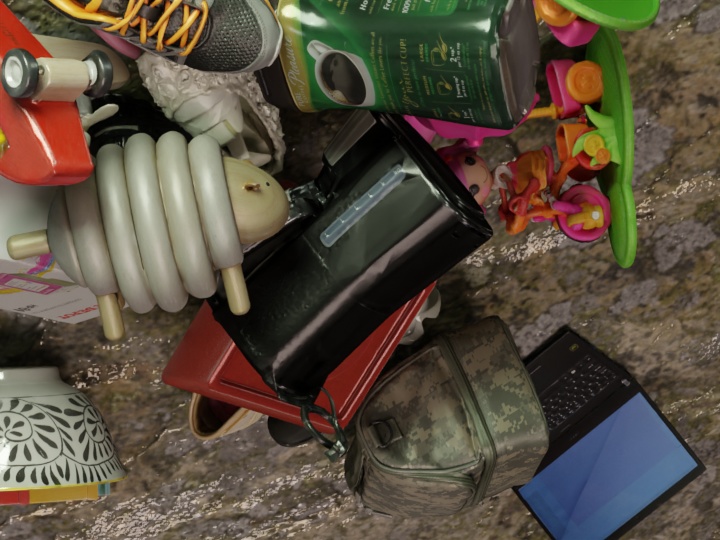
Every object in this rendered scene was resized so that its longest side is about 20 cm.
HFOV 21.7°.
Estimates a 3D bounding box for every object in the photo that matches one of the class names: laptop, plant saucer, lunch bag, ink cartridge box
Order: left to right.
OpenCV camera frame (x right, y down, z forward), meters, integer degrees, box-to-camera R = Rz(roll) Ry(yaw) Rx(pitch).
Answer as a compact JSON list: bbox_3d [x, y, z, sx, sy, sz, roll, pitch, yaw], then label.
[{"bbox_3d":[-0.257,-0.026,1.394,0.199,0.086,0.144,12,163,-36],"label":"ink cartridge box"},{"bbox_3d":[-0.038,0.044,1.566,0.199,0.037,0.201,21,107,-40],"label":"plant saucer"},{"bbox_3d":[0.069,0.149,1.708,0.166,0.140,0.200,-19,163,-9],"label":"lunch bag"},{"bbox_3d":[0.211,0.182,1.871,0.177,0.104,0.200,-41,136,15],"label":"laptop"}]

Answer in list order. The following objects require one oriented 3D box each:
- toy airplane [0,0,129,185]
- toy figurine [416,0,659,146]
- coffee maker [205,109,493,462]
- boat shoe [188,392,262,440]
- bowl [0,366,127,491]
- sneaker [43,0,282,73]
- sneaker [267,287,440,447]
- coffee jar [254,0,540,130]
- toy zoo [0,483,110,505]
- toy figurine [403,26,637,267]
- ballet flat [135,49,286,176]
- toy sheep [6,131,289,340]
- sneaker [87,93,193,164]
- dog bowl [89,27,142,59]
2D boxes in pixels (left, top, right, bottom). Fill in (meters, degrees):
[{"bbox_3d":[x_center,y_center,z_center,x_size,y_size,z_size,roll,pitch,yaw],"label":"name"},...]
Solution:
[{"bbox_3d":[-0.261,-0.131,1.253,0.198,0.200,0.142,23,118,-9],"label":"toy airplane"},{"bbox_3d":[0.091,-0.186,1.382,0.150,0.200,0.184,-21,155,-51],"label":"toy figurine"},{"bbox_3d":[0.000,0.000,1.419,0.200,0.135,0.192,-40,93,12],"label":"coffee maker"},{"bbox_3d":[-0.098,0.074,1.615,0.069,0.073,0.201,-35,154,-48],"label":"boat shoe"},{"bbox_3d":[-0.292,0.127,1.545,0.198,0.095,0.201,-1,178,0],"label":"bowl"},{"bbox_3d":[-0.145,-0.177,1.221,0.198,0.077,0.079,22,114,-10],"label":"sneaker"},{"bbox_3d":[-0.027,0.067,1.665,0.200,0.074,0.088,-48,134,8],"label":"sneaker"},{"bbox_3d":[0.018,-0.156,1.276,0.198,0.086,0.105,7,140,21],"label":"coffee jar"},{"bbox_3d":[-0.310,0.190,1.614,0.198,0.021,0.131,-1,176,-26],"label":"toy zoo"},{"bbox_3d":[0.119,-0.093,1.515,0.182,0.202,0.150,-6,175,-4],"label":"toy figurine"},{"bbox_3d":[-0.097,-0.113,1.361,0.071,0.072,0.200,-34,160,9],"label":"ballet flat"},{"bbox_3d":[-0.147,-0.029,1.305,0.198,0.139,0.139,-13,137,-5],"label":"toy sheep"},{"bbox_3d":[-0.155,-0.089,1.452,0.199,0.075,0.079,12,157,-42],"label":"sneaker"},{"bbox_3d":[-0.123,-0.230,1.313,0.198,0.074,0.201,-14,137,-13],"label":"dog bowl"}]
